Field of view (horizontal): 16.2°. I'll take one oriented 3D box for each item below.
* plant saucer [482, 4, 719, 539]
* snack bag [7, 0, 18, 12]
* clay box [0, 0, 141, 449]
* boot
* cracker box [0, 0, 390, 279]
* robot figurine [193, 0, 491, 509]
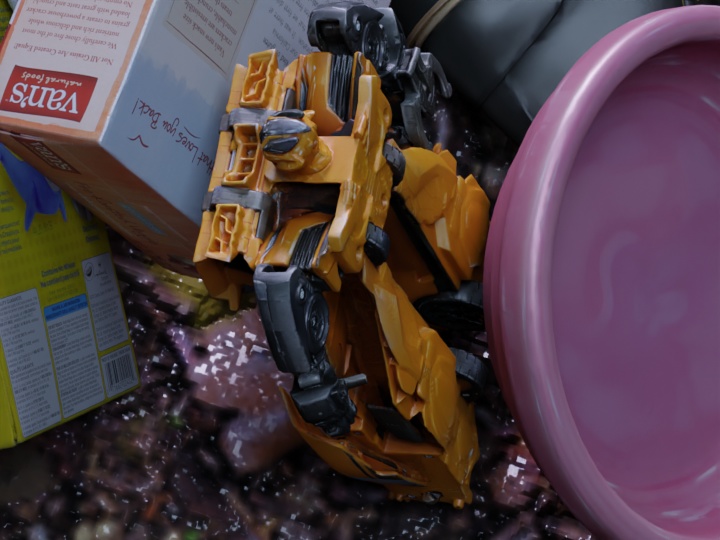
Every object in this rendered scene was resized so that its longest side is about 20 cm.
[{"bbox_3d":[0.114,0.006,0.915,0.200,0.051,0.201,-1,92,-42],"label":"plant saucer"},{"bbox_3d":[-0.108,-0.174,0.894,0.021,0.189,0.200,-11,42,17],"label":"snack bag"},{"bbox_3d":[-0.134,-0.044,0.852,0.047,0.115,0.201,-12,93,16],"label":"clay box"},{"bbox_3d":[0.124,-0.109,0.998,0.200,0.077,0.138,-38,85,-9],"label":"boot"},{"bbox_3d":[-0.044,-0.109,0.869,0.058,0.134,0.200,11,74,29],"label":"cracker box"},{"bbox_3d":[0.000,0.000,0.855,0.058,0.200,0.145,1,64,22],"label":"robot figurine"}]
